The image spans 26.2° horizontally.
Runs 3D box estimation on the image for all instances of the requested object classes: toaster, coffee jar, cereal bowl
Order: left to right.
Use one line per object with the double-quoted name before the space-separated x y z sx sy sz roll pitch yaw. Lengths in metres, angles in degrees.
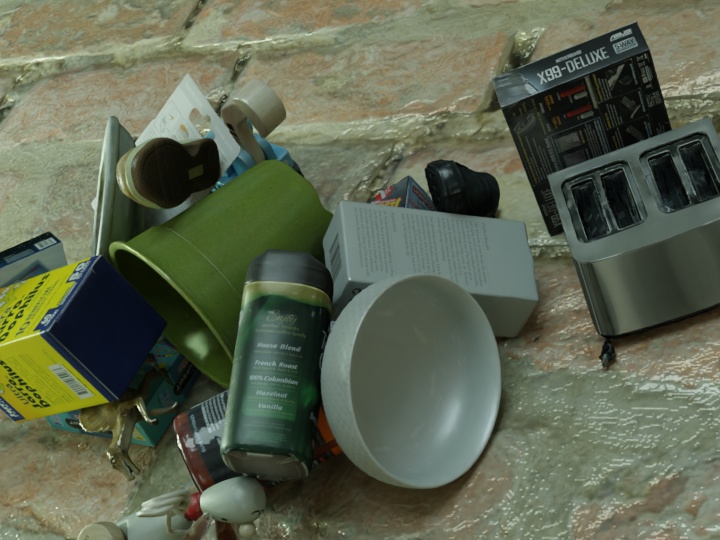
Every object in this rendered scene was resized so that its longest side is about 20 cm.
"coffee jar" -0.074 0.086 1.433 0.085 0.104 0.202 5 70 4
"cereal bowl" 0.037 0.103 1.447 0.083 0.200 0.201 -4 42 48
"toaster" 0.288 -0.037 1.513 0.180 0.119 0.201 -20 40 10

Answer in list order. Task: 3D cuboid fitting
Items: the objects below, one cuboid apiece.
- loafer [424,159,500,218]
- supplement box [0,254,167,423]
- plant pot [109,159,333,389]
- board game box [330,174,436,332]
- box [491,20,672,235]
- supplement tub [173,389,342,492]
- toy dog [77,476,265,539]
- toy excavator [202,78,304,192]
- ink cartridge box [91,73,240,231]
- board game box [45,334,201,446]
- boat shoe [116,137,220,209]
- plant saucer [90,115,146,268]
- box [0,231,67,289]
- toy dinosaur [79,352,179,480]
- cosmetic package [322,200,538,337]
"loafer" 0.110 -0.083 1.623 0.070 0.201 0.069 -20 80 6
"supplement box" -0.318 0.075 1.622 0.199 0.110 0.109 -16 35 45
"plant pot" -0.125 -0.012 1.605 0.190 0.201 0.199 -44 42 -18
"board game box" 0.000 0.000 1.659 0.199 0.062 0.201 -7 50 39
"box" 0.237 -0.141 1.591 0.157 0.201 0.050 -21 45 8
"supplement tub" -0.076 0.149 1.524 0.199 0.107 0.107 -26 39 0
"toy dog" -0.175 0.264 1.456 0.131 0.097 0.200 -9 -12 -41
"toy excavator" -0.140 -0.144 1.807 0.194 0.201 0.100 21 59 43
"ink cartridge box" -0.209 -0.097 1.752 0.200 0.050 0.161 -50 48 15
"board game box" -0.245 0.096 1.725 0.150 0.047 0.201 5 49 33
"boat shoe" -0.212 -0.099 1.587 0.075 0.072 0.200 -1 4 16
"plant saucer" -0.262 -0.066 1.687 0.050 0.201 0.201 6 38 -12
"box" -0.418 0.057 1.753 0.199 0.138 0.038 -25 36 -26
"toy dinosaur" -0.250 0.127 1.611 0.101 0.058 0.200 -30 39 -2
"cosmetic package" 0.068 0.000 1.540 0.198 0.071 0.102 6 52 -16
